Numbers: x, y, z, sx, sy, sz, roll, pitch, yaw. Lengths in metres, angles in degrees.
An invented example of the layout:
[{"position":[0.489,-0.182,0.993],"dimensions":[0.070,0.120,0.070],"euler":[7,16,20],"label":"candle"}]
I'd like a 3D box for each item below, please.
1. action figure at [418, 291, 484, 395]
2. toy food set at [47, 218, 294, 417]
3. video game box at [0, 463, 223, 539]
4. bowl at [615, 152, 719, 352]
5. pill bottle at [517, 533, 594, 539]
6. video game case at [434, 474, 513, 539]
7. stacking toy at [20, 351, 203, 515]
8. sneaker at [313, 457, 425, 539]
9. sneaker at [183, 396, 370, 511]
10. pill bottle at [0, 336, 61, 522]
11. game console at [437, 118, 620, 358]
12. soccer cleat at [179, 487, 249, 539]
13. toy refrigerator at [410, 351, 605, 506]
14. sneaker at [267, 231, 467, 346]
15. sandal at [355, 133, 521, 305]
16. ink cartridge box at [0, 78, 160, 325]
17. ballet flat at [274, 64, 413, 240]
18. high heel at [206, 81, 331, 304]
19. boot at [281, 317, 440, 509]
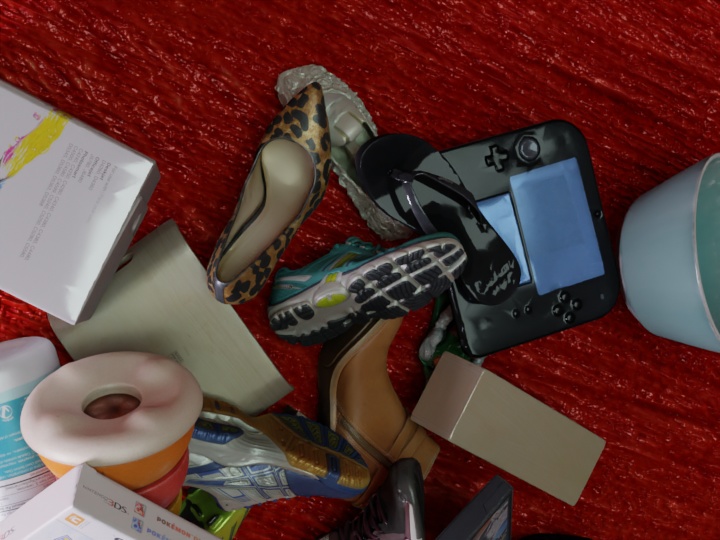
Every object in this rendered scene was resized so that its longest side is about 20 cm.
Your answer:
[{"position":[0.114,0.042,1.211],"dimensions":[0.118,0.055,0.201],"euler":[29,87,-16],"label":"action figure"},{"position":[-0.172,0.075,1.121],"dimensions":[0.143,0.060,0.201],"euler":[-35,104,-1],"label":"toy food set"},{"position":[-0.213,0.251,0.988],"dimensions":[0.182,0.047,0.200],"euler":[37,125,-26],"label":"video game box"},{"position":[0.328,-0.010,1.227],"dimensions":[0.200,0.104,0.203],"euler":[12,74,-50],"label":"bowl"},{"position":[0.200,0.379,1.239],"dimensions":[0.111,0.112,0.202],"euler":[3,95,-19],"label":"pill bottle"},{"position":[0.073,0.303,1.157],"dimensions":[0.025,0.181,0.200],"euler":[37,70,25],"label":"video game case"},{"position":[-0.197,0.182,1.017],"dimensions":[0.145,0.146,0.201],"euler":[-11,120,-17],"label":"stacking toy"},{"position":[0.003,0.250,1.144],"dimensions":[0.114,0.076,0.201],"euler":[0,134,2],"label":"sneaker"},{"position":[-0.092,0.178,1.103],"dimensions":[0.199,0.075,0.089],"euler":[18,112,-12],"label":"sneaker"},{"position":[-0.293,0.167,1.054],"dimensions":[0.110,0.111,0.202],"euler":[-16,101,-16],"label":"pill bottle"},{"position":[0.156,-0.034,1.178],"dimensions":[0.176,0.031,0.202],"euler":[-17,96,-19],"label":"game console"},{"position":[-0.157,0.276,1.145],"dimensions":[0.201,0.065,0.084],"euler":[-55,131,-9],"label":"soccer cleat"},{"position":[0.146,0.156,1.199],"dimensions":[0.199,0.070,0.076],"euler":[31,85,-37],"label":"toy refrigerator"},{"position":[0.000,0.000,1.113],"dimensions":[0.199,0.080,0.078],"euler":[-18,141,20],"label":"sneaker"},{"position":[0.080,-0.052,1.122],"dimensions":[0.200,0.043,0.076],"euler":[44,81,-13],"label":"sandal"},{"position":[-0.283,-0.065,0.997],"dimensions":[0.199,0.147,0.147],"euler":[27,86,-7],"label":"ink cartridge box"},{"position":[0.000,-0.114,1.150],"dimensions":[0.072,0.072,0.200],"euler":[-41,105,-11],"label":"ballet flat"},{"position":[-0.077,-0.067,1.069],"dimensions":[0.071,0.143,0.201],"euler":[21,102,5],"label":"high heel"},{"position":[0.021,0.132,1.180],"dimensions":[0.154,0.074,0.201],"euler":[34,94,-18],"label":"boot"}]
